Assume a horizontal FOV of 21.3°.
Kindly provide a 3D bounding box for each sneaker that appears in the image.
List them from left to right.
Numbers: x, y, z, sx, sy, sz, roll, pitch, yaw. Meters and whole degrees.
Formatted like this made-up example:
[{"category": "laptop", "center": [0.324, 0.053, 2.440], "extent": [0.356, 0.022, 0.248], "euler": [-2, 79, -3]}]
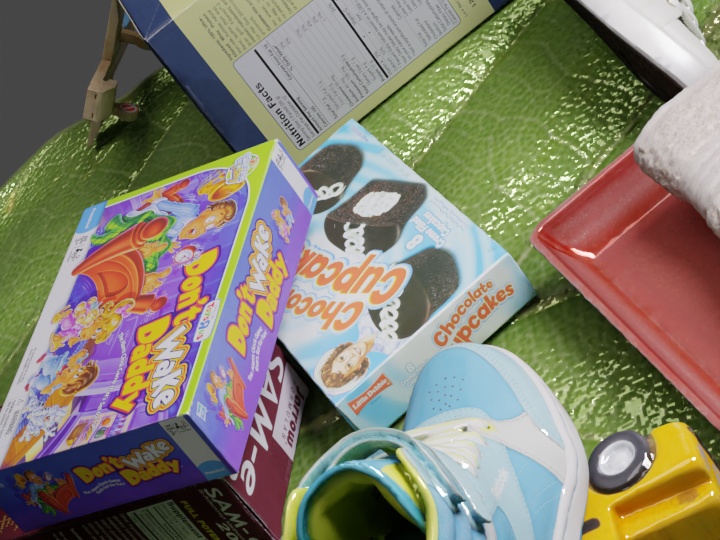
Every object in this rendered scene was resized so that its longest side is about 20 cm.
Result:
[{"category": "sneaker", "center": [0.027, 0.078, 0.716], "extent": [0.079, 0.131, 0.201], "euler": [-26, 39, 20]}, {"category": "sneaker", "center": [0.150, -0.161, 1.017], "extent": [0.084, 0.073, 0.200], "euler": [-39, 46, 7]}]

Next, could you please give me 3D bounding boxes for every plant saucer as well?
[{"category": "plant saucer", "center": [0.200, -0.027, 0.871], "extent": [0.200, 0.037, 0.200], "euler": [-39, 34, 0]}]

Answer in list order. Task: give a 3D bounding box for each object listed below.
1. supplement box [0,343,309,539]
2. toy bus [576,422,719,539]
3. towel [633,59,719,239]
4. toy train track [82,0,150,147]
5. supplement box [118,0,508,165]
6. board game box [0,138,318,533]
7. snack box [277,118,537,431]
[{"category": "supplement box", "center": [-0.130, 0.108, 1.008], "extent": [0.199, 0.061, 0.109], "euler": [-19, 39, 26]}, {"category": "toy bus", "center": [0.065, 0.143, 0.779], "extent": [0.199, 0.065, 0.079], "euler": [-29, 36, 15]}, {"category": "towel", "center": [0.227, -0.085, 0.851], "extent": [0.199, 0.035, 0.133], "euler": [-39, 33, 2]}, {"category": "toy train track", "center": [-0.158, -0.158, 1.346], "extent": [0.032, 0.116, 0.201], "euler": [14, 32, -3]}, {"category": "supplement box", "center": [-0.045, -0.194, 1.205], "extent": [0.199, 0.134, 0.200], "euler": [-38, 34, 1]}, {"category": "board game box", "center": [-0.106, 0.030, 0.982], "extent": [0.134, 0.045, 0.201], "euler": [-18, 36, 27]}, {"category": "snack box", "center": [0.000, 0.000, 1.028], "extent": [0.116, 0.037, 0.200], "euler": [-42, 34, -2]}]
